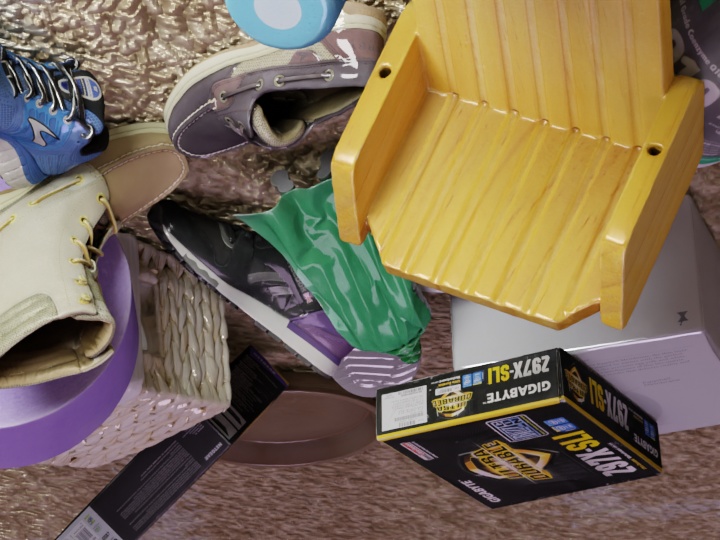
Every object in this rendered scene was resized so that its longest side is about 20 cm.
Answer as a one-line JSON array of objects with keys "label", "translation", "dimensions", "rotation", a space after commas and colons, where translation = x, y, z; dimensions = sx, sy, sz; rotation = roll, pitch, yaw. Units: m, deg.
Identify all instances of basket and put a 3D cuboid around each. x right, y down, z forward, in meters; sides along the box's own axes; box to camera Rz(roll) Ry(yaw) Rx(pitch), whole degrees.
[{"label": "basket", "translation": [-0.209, 0.071, 1.735], "dimensions": [0.200, 0.136, 0.123], "rotation": [-25, 152, 39]}]

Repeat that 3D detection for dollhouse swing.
[{"label": "dollhouse swing", "translation": [0.084, -0.094, 1.286], "dimensions": [0.199, 0.182, 0.176], "rotation": [19, 163, 23]}]

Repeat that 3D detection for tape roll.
[{"label": "tape roll", "translation": [-0.262, 0.036, 1.567], "dimensions": [0.199, 0.201, 0.085], "rotation": [-2, 156, -2]}]

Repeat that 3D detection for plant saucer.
[{"label": "plant saucer", "translation": [-0.073, 0.139, 2.018], "dimensions": [0.199, 0.030, 0.200], "rotation": [-2, 156, -1]}]

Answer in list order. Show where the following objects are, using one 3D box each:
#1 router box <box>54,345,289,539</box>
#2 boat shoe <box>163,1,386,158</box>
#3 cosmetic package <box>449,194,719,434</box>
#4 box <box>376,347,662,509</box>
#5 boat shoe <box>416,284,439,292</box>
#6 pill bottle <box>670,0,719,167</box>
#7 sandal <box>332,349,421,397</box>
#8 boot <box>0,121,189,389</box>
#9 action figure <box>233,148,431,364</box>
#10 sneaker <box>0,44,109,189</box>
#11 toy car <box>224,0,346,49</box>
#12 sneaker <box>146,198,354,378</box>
[{"label": "router box", "translation": [-0.164, 0.167, 1.855], "dimensions": [0.200, 0.052, 0.157], "rotation": [-45, 180, 24]}, {"label": "boat shoe", "translation": [-0.059, -0.112, 1.428], "dimensions": [0.200, 0.065, 0.072], "rotation": [-24, 148, 39]}, {"label": "cosmetic package", "translation": [0.195, 0.047, 1.733], "dimensions": [0.199, 0.123, 0.200], "rotation": [-10, 155, 17]}, {"label": "box", "translation": [0.128, 0.128, 1.706], "dimensions": [0.159, 0.050, 0.200], "rotation": [-16, 152, 25]}, {"label": "boat shoe", "translation": [0.101, -0.030, 1.637], "dimensions": [0.199, 0.071, 0.070], "rotation": [0, 124, 21]}, {"label": "pill bottle", "translation": [0.244, -0.153, 1.318], "dimensions": [0.113, 0.114, 0.200], "rotation": [10, 152, -26]}, {"label": "sandal", "translation": [0.004, 0.032, 1.770], "dimensions": [0.082, 0.050, 0.203], "rotation": [-4, 141, 10]}, {"label": "boot", "translation": [-0.188, -0.010, 1.477], "dimensions": [0.200, 0.155, 0.072], "rotation": [-27, 134, -7]}, {"label": "action figure", "translation": [0.000, 0.000, 1.611], "dimensions": [0.118, 0.055, 0.200], "rotation": [-19, 128, 13]}, {"label": "sneaker", "translation": [-0.217, -0.118, 1.404], "dimensions": [0.089, 0.079, 0.200], "rotation": [-14, 162, 8]}, {"label": "toy car", "translation": [-0.018, -0.252, 1.066], "dimensions": [0.176, 0.185, 0.200], "rotation": [-18, 122, 32]}, {"label": "sneaker", "translation": [-0.072, -0.009, 1.658], "dimensions": [0.200, 0.088, 0.076], "rotation": [39, 180, -26]}]
